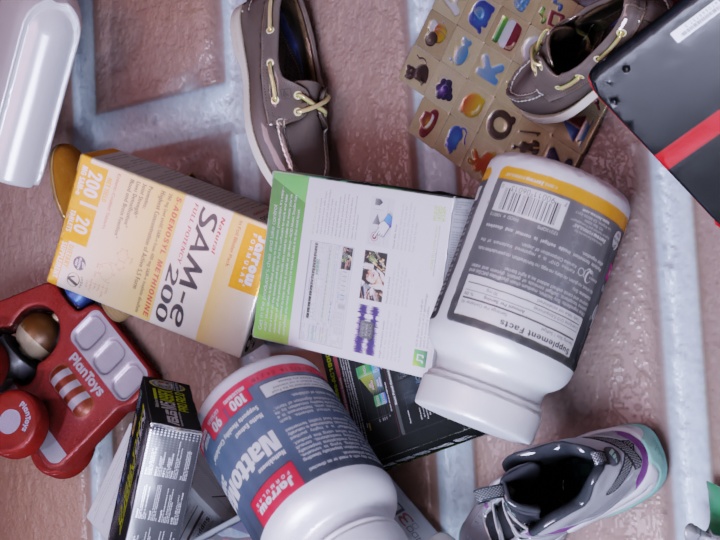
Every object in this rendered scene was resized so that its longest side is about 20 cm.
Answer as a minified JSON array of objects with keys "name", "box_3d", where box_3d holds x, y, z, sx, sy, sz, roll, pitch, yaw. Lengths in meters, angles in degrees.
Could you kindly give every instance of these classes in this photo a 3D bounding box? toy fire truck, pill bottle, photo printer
[{"name":"toy fire truck","box_3d":[-0.303,0.098,1.667,0.168,0.112,0.200,-43,60,3]},{"name":"pill bottle","box_3d":[-0.040,0.175,1.333,0.120,0.119,0.200,-56,48,24]},{"name":"pill bottle","box_3d":[0.119,0.022,1.262,0.116,0.116,0.201,15,82,39]},{"name":"photo printer","box_3d":[-0.336,-0.199,1.682,0.166,0.069,0.201,-135,61,-64]}]

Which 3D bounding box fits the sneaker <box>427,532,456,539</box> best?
[{"name":"sneaker","box_3d":[0.122,0.269,1.282,0.200,0.089,0.074,42,115,-14]}]

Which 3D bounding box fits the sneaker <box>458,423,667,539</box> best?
[{"name":"sneaker","box_3d":[0.120,0.174,1.267,0.200,0.140,0.078,-39,65,32]}]

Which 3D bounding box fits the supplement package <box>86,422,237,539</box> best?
[{"name":"supplement package","box_3d":[-0.131,0.235,1.496,0.200,0.113,0.110,41,113,35]}]

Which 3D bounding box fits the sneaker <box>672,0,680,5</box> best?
[{"name":"sneaker","box_3d":[0.250,-0.219,1.217,0.200,0.081,0.075,32,92,31]}]

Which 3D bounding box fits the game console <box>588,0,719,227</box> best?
[{"name":"game console","box_3d":[0.283,-0.127,1.150,0.177,0.031,0.200,45,123,-12]}]

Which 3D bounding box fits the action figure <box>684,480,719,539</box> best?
[{"name":"action figure","box_3d":[0.320,0.215,1.158,0.199,0.055,0.119,2,86,36]}]

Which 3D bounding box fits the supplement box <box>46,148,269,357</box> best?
[{"name":"supplement box","box_3d":[-0.168,-0.018,1.514,0.199,0.074,0.127,20,103,12]}]

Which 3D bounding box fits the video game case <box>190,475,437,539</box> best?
[{"name":"video game case","box_3d":[-0.024,0.251,1.363,0.182,0.199,0.023,47,149,31]}]

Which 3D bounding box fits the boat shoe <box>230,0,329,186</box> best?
[{"name":"boat shoe","box_3d":[-0.062,-0.156,1.477,0.059,0.072,0.201,-28,67,40]}]

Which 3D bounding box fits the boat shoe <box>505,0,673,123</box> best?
[{"name":"boat shoe","box_3d":[0.164,-0.162,1.250,0.200,0.059,0.072,-15,54,61]}]

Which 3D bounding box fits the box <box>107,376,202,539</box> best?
[{"name":"box","box_3d":[-0.175,0.202,1.374,0.160,0.044,0.201,-130,52,-76]}]

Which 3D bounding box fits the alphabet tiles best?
[{"name":"alphabet tiles","box_3d":[0.118,-0.156,1.372,0.200,0.006,0.167,38,112,34]}]

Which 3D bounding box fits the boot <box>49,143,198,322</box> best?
[{"name":"boot","box_3d":[-0.213,-0.063,1.616,0.144,0.071,0.202,-32,73,29]}]

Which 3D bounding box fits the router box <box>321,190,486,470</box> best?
[{"name":"router box","box_3d":[0.039,0.054,1.392,0.150,0.062,0.201,-24,73,37]}]

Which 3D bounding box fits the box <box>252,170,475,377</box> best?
[{"name":"box","box_3d":[0.000,0.000,1.365,0.199,0.036,0.145,11,95,39]}]
